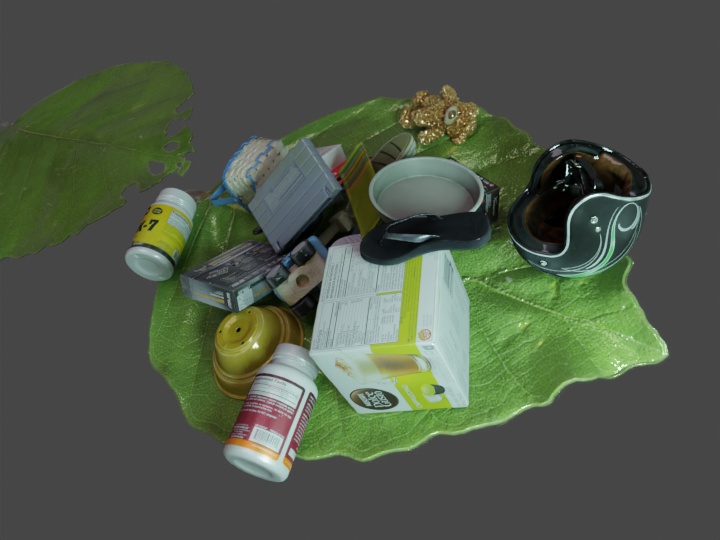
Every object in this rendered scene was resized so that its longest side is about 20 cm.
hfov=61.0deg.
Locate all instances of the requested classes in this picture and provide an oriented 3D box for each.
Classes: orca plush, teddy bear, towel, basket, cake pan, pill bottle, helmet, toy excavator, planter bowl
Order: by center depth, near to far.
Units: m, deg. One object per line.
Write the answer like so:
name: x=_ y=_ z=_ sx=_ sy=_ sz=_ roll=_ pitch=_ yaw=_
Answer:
helmet: x=0.338 y=-0.083 z=0.961 sx=0.196 sy=0.193 sz=0.202 roll=10 pitch=42 yaw=-9
pill bottle: x=-0.137 y=0.230 z=1.007 sx=0.111 sy=0.114 sz=0.202 roll=3 pitch=54 yaw=29
cake pan: x=0.112 y=-0.127 z=1.054 sx=0.196 sy=0.037 sz=0.202 roll=-2 pitch=43 yaw=2
planter bowl: x=-0.212 y=0.130 z=1.148 sx=0.197 sy=0.084 sz=0.203 roll=-14 pitch=48 yaw=16
towel: x=0.004 y=-0.153 z=1.160 sx=0.086 sy=0.018 sz=0.202 roll=-54 pitch=38 yaw=34
toy excavator: x=-0.092 y=-0.029 z=1.196 sx=0.194 sy=0.100 sz=0.200 roll=-41 pitch=18 yaw=5
orca plush: x=-0.154 y=-0.081 z=1.283 sx=0.197 sy=0.105 sz=0.073 roll=-4 pitch=70 yaw=34
teddy bear: x=0.167 y=-0.347 z=1.349 sx=0.144 sy=0.067 sz=0.201 roll=-35 pitch=45 yaw=0
basket: x=-0.249 y=-0.218 z=1.414 sx=0.198 sy=0.140 sz=0.178 roll=10 pitch=57 yaw=44
pill bottle: x=-0.463 y=-0.088 z=1.437 sx=0.112 sy=0.115 sz=0.203 roll=-6 pitch=51 yaw=23

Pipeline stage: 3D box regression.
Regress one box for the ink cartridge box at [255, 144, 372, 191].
ink cartridge box: x=-0.099 y=-0.205 z=1.298 sx=0.174 sy=0.045 sz=0.200 roll=5 pitch=38 yaw=47

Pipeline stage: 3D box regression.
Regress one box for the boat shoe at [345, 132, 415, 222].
boat shoe: x=0.050 y=-0.178 z=1.215 sx=0.201 sy=0.068 sz=0.075 roll=-54 pitch=42 yaw=3

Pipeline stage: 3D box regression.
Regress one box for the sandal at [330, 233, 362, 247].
sandal: x=0.045 y=-0.031 z=1.141 sx=0.202 sy=0.060 sz=0.080 roll=-10 pitch=38 yaw=-10

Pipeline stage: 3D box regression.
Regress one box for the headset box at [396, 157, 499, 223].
headset box: x=0.135 y=-0.120 z=1.133 sx=0.197 sy=0.076 sz=0.149 roll=-25 pitch=43 yaw=-21

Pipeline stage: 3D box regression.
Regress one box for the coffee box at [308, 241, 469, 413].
coffee box: x=0.056 y=0.087 z=0.961 sx=0.194 sy=0.201 sz=0.203 roll=-8 pitch=50 yaw=21

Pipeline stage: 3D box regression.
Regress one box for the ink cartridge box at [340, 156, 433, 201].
ink cartridge box: x=0.058 y=-0.193 z=1.296 sx=0.197 sy=0.044 sz=0.095 roll=6 pitch=58 yaw=31

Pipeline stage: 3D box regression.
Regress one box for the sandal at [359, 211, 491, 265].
sandal: x=0.090 y=-0.058 z=0.894 sx=0.196 sy=0.043 sz=0.077 roll=-11 pitch=49 yaw=18

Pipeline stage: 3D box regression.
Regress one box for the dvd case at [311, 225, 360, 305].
dvd case: x=0.000 y=0.000 z=1.188 sx=0.141 sy=0.018 sz=0.201 roll=18 pitch=64 yaw=38

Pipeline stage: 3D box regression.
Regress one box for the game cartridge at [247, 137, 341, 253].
game cartridge: x=-0.133 y=-0.145 z=1.195 sx=0.200 sy=0.038 sz=0.131 roll=-43 pitch=69 yaw=31

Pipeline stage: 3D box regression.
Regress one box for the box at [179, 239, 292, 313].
box: x=-0.235 y=0.006 z=1.223 sx=0.156 sy=0.049 sz=0.199 roll=11 pitch=29 yaw=33
